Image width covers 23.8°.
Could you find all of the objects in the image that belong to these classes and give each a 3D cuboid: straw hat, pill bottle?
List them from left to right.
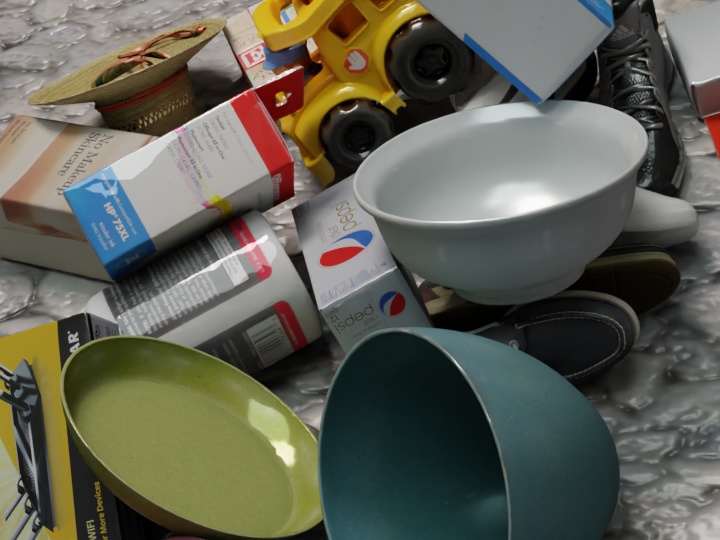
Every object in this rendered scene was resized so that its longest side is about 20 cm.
[{"bbox_3d":[-0.188,-0.150,1.515,0.201,0.085,0.201,-19,17,6],"label":"straw hat"},{"bbox_3d":[-0.138,0.047,1.284,0.200,0.111,0.111,-28,43,-5],"label":"pill bottle"}]

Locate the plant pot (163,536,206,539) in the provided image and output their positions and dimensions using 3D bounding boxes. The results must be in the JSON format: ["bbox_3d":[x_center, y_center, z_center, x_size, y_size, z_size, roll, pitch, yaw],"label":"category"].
[{"bbox_3d":[-0.130,0.264,1.022,0.200,0.200,0.179,10,36,31],"label":"plant pot"}]

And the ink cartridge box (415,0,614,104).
[{"bbox_3d":[0.109,-0.224,1.277,0.084,0.146,0.200,-48,9,20],"label":"ink cartridge box"}]

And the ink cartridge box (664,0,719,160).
[{"bbox_3d":[0.354,-0.162,1.326,0.199,0.044,0.174,-17,42,7],"label":"ink cartridge box"}]

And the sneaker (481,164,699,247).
[{"bbox_3d":[0.150,-0.062,1.262,0.199,0.075,0.089,3,77,13],"label":"sneaker"}]

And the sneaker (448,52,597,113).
[{"bbox_3d":[0.096,-0.119,1.390,0.115,0.076,0.201,11,50,48],"label":"sneaker"}]

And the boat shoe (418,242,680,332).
[{"bbox_3d":[0.128,0.008,1.234,0.199,0.073,0.065,-13,49,12],"label":"boat shoe"}]

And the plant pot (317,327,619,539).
[{"bbox_3d":[0.083,0.130,1.071,0.134,0.201,0.200,-5,32,-33],"label":"plant pot"}]

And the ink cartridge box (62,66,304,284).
[{"bbox_3d":[-0.116,-0.068,1.292,0.200,0.116,0.067,-29,82,-6],"label":"ink cartridge box"}]

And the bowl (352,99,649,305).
[{"bbox_3d":[0.101,-0.038,1.167,0.200,0.091,0.201,-10,26,5],"label":"bowl"}]

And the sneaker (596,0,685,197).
[{"bbox_3d":[0.203,-0.147,1.323,0.075,0.116,0.200,-10,44,14],"label":"sneaker"}]

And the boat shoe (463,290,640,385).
[{"bbox_3d":[0.095,0.069,1.180,0.199,0.073,0.063,-14,21,21],"label":"boat shoe"}]

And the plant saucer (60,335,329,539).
[{"bbox_3d":[-0.112,0.118,1.137,0.031,0.200,0.200,-60,37,23],"label":"plant saucer"}]

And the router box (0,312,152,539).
[{"bbox_3d":[-0.233,0.146,1.196,0.157,0.052,0.201,-17,72,16],"label":"router box"}]

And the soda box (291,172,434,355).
[{"bbox_3d":[0.000,0.000,1.255,0.064,0.068,0.200,-29,23,5],"label":"soda box"}]

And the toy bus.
[{"bbox_3d":[-0.020,-0.199,1.384,0.200,0.192,0.136,-44,26,15],"label":"toy bus"}]

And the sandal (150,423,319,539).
[{"bbox_3d":[-0.120,0.151,1.214,0.199,0.055,0.082,-19,43,5],"label":"sandal"}]

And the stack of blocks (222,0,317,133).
[{"bbox_3d":[-0.013,-0.215,1.527,0.200,0.059,0.115,-26,42,-2],"label":"stack of blocks"}]

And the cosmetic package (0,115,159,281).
[{"bbox_3d":[-0.228,-0.059,1.446,0.200,0.087,0.103,10,51,31],"label":"cosmetic package"}]
